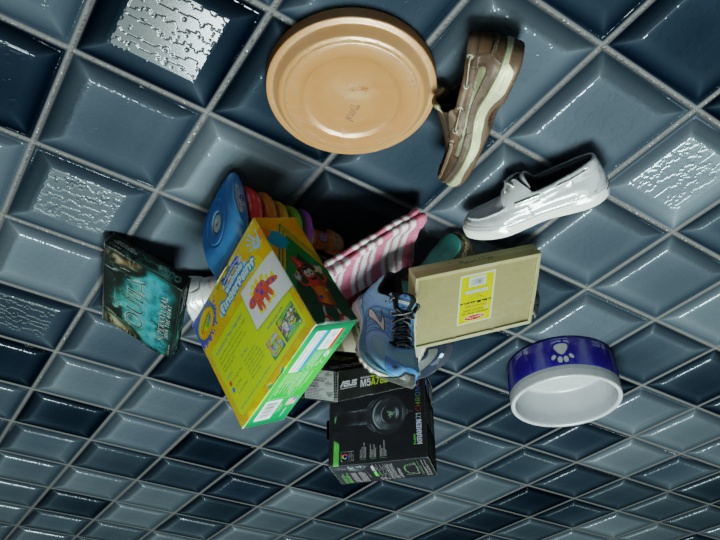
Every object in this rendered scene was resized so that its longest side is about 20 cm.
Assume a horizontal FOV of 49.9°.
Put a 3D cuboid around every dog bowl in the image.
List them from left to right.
[{"bbox_3d":[0.365,0.204,1.397,0.196,0.080,0.202,-1,143,0],"label":"dog bowl"}]

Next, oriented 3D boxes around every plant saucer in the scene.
[{"bbox_3d":[-0.010,-0.205,0.885,0.196,0.033,0.202,0,144,0],"label":"plant saucer"}]

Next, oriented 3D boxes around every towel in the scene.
[{"bbox_3d":[0.000,0.000,1.057,0.198,0.030,0.147,-32,162,-16],"label":"towel"}]

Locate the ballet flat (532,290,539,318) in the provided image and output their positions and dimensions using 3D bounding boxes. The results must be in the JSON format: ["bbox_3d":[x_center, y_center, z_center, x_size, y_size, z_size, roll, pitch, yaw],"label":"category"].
[{"bbox_3d":[0.182,0.036,1.187,0.196,0.058,0.067,4,143,-6],"label":"ballet flat"}]

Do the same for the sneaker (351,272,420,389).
[{"bbox_3d":[0.040,0.071,1.030,0.077,0.201,0.091,21,118,-26],"label":"sneaker"}]

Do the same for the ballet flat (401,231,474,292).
[{"bbox_3d":[0.095,0.030,1.136,0.200,0.071,0.065,-43,140,19],"label":"ballet flat"}]

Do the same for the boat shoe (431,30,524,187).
[{"bbox_3d":[0.117,-0.186,0.887,0.074,0.075,0.204,18,134,-4],"label":"boat shoe"}]

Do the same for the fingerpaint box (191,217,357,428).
[{"bbox_3d":[-0.112,0.064,0.957,0.073,0.168,0.201,-3,139,-44],"label":"fingerpaint box"}]

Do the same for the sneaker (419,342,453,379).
[{"bbox_3d":[0.065,0.151,1.330,0.198,0.071,0.082,-29,139,32],"label":"sneaker"}]

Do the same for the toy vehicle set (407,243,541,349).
[{"bbox_3d":[0.161,0.038,1.108,0.196,0.027,0.126,-11,125,-17],"label":"toy vehicle set"}]

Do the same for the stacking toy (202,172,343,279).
[{"bbox_3d":[-0.105,-0.049,1.050,0.197,0.118,0.110,9,140,-32],"label":"stacking toy"}]

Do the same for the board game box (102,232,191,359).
[{"bbox_3d":[-0.329,0.044,1.174,0.134,0.028,0.201,30,140,4],"label":"board game box"}]

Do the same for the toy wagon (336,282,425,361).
[{"bbox_3d":[0.006,0.107,1.214,0.197,0.158,0.039,-18,180,19],"label":"toy wagon"}]

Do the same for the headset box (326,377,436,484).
[{"bbox_3d":[0.034,0.288,1.429,0.196,0.177,0.093,-8,144,13],"label":"headset box"}]

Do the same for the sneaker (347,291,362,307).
[{"bbox_3d":[-0.083,0.077,1.136,0.197,0.087,0.075,-21,120,-6],"label":"sneaker"}]

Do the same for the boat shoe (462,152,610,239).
[{"bbox_3d":[0.219,-0.098,1.005,0.197,0.072,0.069,-14,121,29],"label":"boat shoe"}]

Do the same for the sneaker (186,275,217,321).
[{"bbox_3d":[-0.206,0.080,1.233,0.097,0.079,0.201,-9,144,6],"label":"sneaker"}]

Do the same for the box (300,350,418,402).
[{"bbox_3d":[-0.049,0.143,1.086,0.197,0.049,0.192,0,-178,38],"label":"box"}]
